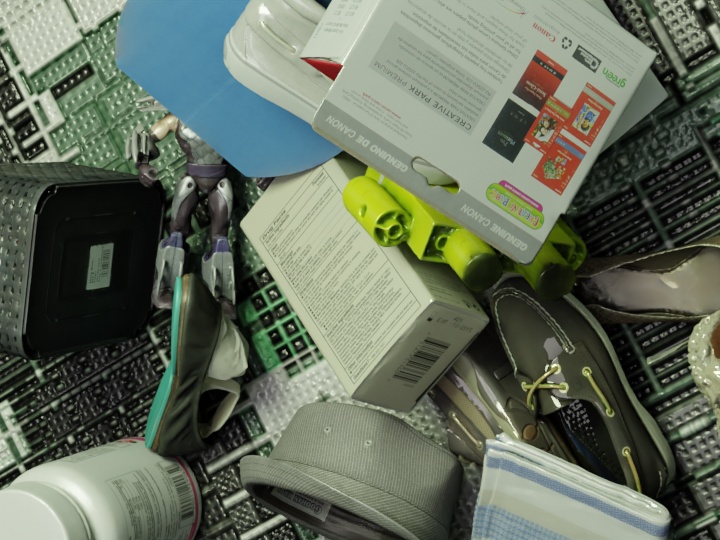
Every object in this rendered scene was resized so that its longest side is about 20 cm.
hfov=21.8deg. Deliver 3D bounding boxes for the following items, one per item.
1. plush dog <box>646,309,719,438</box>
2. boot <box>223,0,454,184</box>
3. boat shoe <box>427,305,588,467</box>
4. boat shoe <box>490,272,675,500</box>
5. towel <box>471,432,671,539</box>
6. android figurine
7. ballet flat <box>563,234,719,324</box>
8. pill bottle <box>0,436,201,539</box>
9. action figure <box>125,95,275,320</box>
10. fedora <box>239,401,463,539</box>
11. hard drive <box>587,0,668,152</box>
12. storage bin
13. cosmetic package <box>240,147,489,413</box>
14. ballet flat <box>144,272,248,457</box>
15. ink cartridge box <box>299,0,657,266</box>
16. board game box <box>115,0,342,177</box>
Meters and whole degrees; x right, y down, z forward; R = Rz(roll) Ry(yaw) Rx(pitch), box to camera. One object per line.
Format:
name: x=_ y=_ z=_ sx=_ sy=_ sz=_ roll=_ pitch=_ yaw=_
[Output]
plush dog: x=0.305 y=0.107 z=1.299 sx=0.160 sy=0.199 sz=0.172 roll=-43 pitch=67 yaw=58
boot: x=0.007 y=-0.141 z=1.321 sx=0.199 sy=0.074 sz=0.096 roll=26 pitch=129 yaw=-13
boat shoe: x=0.105 y=0.113 z=1.429 sx=0.073 sy=0.074 sz=0.200 roll=-42 pitch=76 yaw=39
boat shoe: x=0.157 y=0.091 z=1.375 sx=0.072 sy=0.061 sz=0.202 roll=-33 pitch=95 yaw=42
towel: x=0.148 y=0.221 z=1.394 sx=0.146 sy=0.024 sz=0.201 roll=22 pitch=130 yaw=19
android figurine: x=0.075 y=-0.041 z=1.368 sx=0.200 sy=0.181 sz=0.041 roll=51 pitch=127 yaw=52
ballet flat: x=0.226 y=0.009 z=1.373 sx=0.199 sy=0.046 sz=0.068 roll=-4 pitch=93 yaw=23
pill bottle: x=-0.220 y=0.203 z=1.496 sx=0.113 sy=0.200 sz=0.114 roll=2 pitch=95 yaw=23
action figure: x=-0.123 y=-0.066 z=1.497 sx=0.129 sy=0.069 sz=0.201 roll=5 pitch=107 yaw=-2
fedora: x=0.009 y=0.162 z=1.437 sx=0.199 sy=0.177 sz=0.091 roll=16 pitch=71 yaw=29
hard drive: x=0.115 y=-0.165 z=1.349 sx=0.132 sy=0.025 sz=0.200 roll=-39 pitch=104 yaw=-7
storage bin: x=-0.247 y=-0.012 z=1.489 sx=0.093 sy=0.200 sz=0.136 roll=10 pitch=98 yaw=23
cosmetic package: x=0.000 y=0.000 z=1.413 sx=0.105 sy=0.071 sz=0.200 roll=-49 pitch=50 yaw=20
ballet flat: x=-0.126 y=0.076 z=1.490 sx=0.068 sy=0.068 sz=0.200 roll=8 pitch=138 yaw=-9
ink cartridge box: x=0.069 y=-0.127 z=1.270 sx=0.200 sy=0.084 sz=0.176 roll=32 pitch=86 yaw=-23
board game box: x=-0.077 y=-0.165 z=1.381 sx=0.200 sy=0.039 sz=0.158 roll=40 pitch=118 yaw=-22
